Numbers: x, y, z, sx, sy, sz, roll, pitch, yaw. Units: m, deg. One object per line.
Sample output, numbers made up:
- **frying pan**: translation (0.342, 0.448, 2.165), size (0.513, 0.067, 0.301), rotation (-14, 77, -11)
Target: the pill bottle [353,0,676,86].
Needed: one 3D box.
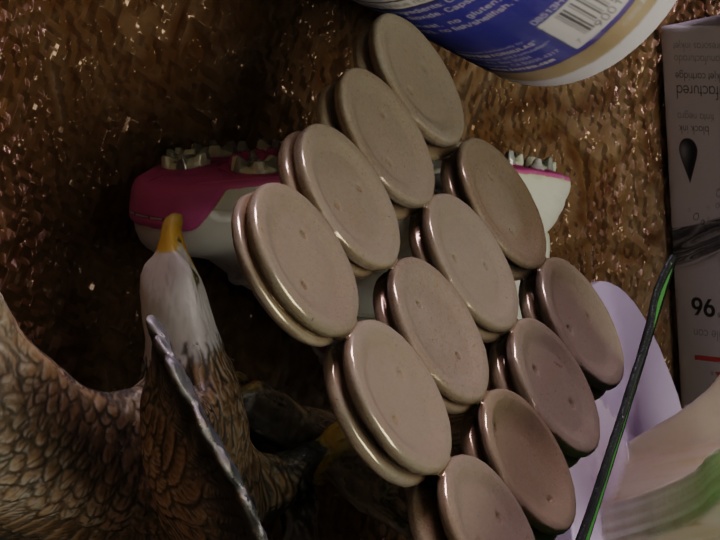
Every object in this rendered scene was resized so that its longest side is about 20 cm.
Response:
- **pill bottle**: translation (0.016, -0.148, 1.016), size (0.200, 0.119, 0.120), rotation (24, 76, -44)

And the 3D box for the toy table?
- **toy table**: translation (0.140, 0.092, 1.127), size (0.184, 0.117, 0.201), rotation (5, 73, -61)

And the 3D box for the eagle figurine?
- **eagle figurine**: translation (-0.066, 0.056, 0.937), size (0.151, 0.152, 0.200), rotation (59, 24, 13)

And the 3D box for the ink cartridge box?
- **ink cartridge box**: translation (0.190, -0.003, 1.218), size (0.068, 0.116, 0.201), rotation (-14, 103, -45)

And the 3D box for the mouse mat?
- **mouse mat**: translation (0.065, 0.105, 0.962), size (0.200, 0.007, 0.162), rotation (-66, 171, -55)

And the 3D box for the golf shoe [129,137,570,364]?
- **golf shoe**: translation (0.000, 0.000, 1.049), size (0.199, 0.075, 0.092), rotation (1, 96, -46)

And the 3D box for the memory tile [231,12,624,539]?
- **memory tile**: translation (0.025, 0.011, 0.951), size (0.154, 0.017, 0.200), rotation (55, 25, -12)
